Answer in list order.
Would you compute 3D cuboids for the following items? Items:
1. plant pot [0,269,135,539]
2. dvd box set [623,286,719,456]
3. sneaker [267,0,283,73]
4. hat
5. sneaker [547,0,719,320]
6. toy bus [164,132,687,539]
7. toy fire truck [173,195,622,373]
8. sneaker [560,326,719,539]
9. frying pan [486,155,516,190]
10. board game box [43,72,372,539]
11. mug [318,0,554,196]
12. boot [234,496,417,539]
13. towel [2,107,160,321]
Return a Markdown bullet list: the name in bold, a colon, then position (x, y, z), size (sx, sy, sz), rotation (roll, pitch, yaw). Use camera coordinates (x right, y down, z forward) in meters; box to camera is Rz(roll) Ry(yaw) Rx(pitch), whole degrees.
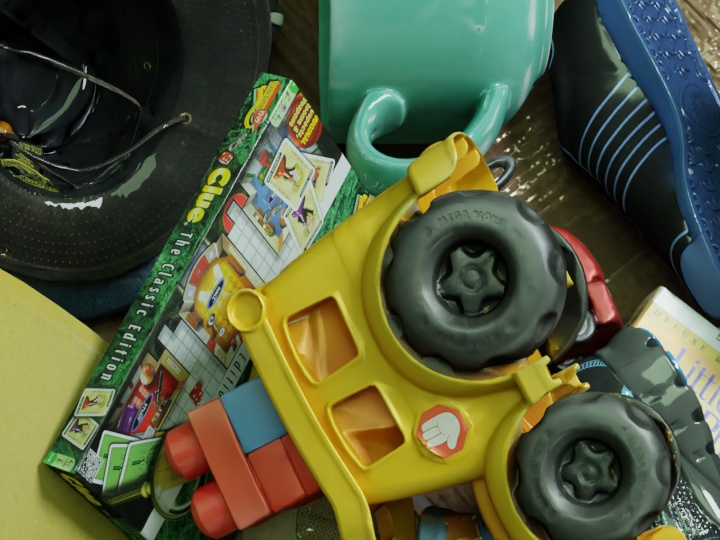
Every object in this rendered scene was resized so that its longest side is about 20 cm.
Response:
- **plant pot**: position (-0.206, 0.094, 0.804), size (0.198, 0.177, 0.201), rotation (9, 56, 19)
- **dvd box set**: position (0.144, 0.128, 0.901), size (0.146, 0.029, 0.200), rotation (38, 71, 2)
- **sneaker**: position (-0.053, -0.182, 1.003), size (0.146, 0.080, 0.202), rotation (-29, 100, -29)
- **hat**: position (-0.141, -0.101, 0.910), size (0.199, 0.202, 0.081), rotation (-25, 27, -11)
- **sneaker**: position (0.148, -0.058, 0.969), size (0.070, 0.078, 0.202), rotation (3, 62, -41)
- **toy bus**: position (0.024, 0.073, 0.782), size (0.191, 0.136, 0.201), rotation (-31, 81, 7)
- **toy fire truck**: position (0.018, 0.005, 0.954), size (0.198, 0.049, 0.142), rotation (-19, 69, -8)
- **sneaker**: position (0.148, 0.129, 0.858), size (0.081, 0.073, 0.201), rotation (-32, 78, 1)
- **frying pan**: position (0.004, 0.016, 0.909), size (0.188, 0.031, 0.116), rotation (-18, 69, -4)
- **board game box**: position (-0.060, 0.024, 0.834), size (0.023, 0.105, 0.201), rotation (13, 66, 32)
- **mug**: position (0.037, -0.126, 0.960), size (0.113, 0.152, 0.187), rotation (-1, 89, -4)
- **boot**: position (-0.071, 0.176, 0.868), size (0.198, 0.073, 0.157), rotation (7, 68, 0)
- **towel**: position (-0.197, -0.022, 0.963), size (0.198, 0.049, 0.113), rotation (-7, 68, -4)
